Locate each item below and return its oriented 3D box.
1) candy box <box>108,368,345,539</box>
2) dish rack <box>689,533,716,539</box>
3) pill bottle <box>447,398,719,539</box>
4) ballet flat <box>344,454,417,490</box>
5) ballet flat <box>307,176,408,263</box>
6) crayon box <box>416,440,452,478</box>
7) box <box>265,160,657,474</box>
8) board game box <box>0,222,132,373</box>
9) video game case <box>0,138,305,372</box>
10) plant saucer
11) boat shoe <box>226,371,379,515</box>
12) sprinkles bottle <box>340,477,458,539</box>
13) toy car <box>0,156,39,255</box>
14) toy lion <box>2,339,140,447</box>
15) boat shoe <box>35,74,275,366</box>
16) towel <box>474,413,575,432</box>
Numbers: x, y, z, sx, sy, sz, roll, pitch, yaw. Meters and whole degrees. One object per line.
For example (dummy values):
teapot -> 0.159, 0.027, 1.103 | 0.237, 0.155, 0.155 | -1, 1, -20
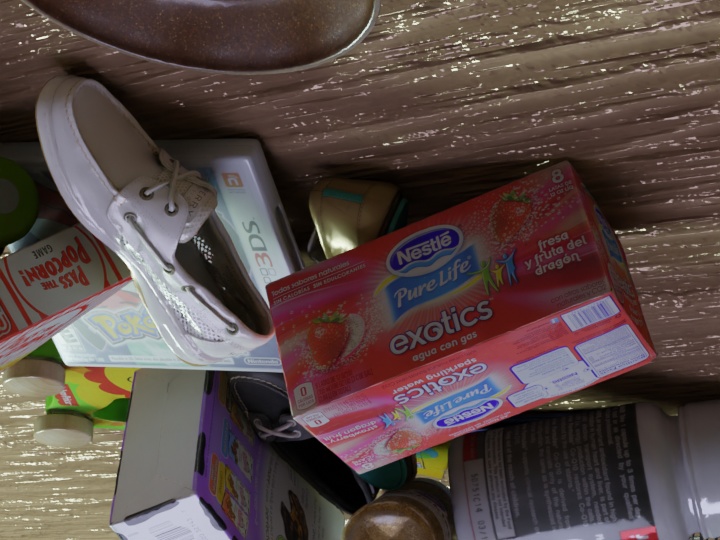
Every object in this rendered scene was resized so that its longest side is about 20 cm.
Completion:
candy box -> -0.089, 0.178, 1.422 | 0.072, 0.168, 0.200 | -24, 122, 17
dish rack -> 0.229, 0.214, 1.620 | 0.153, 0.055, 0.200 | 24, 157, -33
pill bottle -> 0.171, 0.158, 1.439 | 0.200, 0.114, 0.114 | -11, 152, 11
ballet flat -> -0.014, 0.062, 1.350 | 0.068, 0.067, 0.200 | -12, 126, 38
ballet flat -> 0.000, 0.000, 1.269 | 0.063, 0.069, 0.200 | 16, 150, 12
crayon box -> 0.012, 0.096, 1.491 | 0.127, 0.051, 0.200 | 11, 157, 2
box -> 0.059, 0.031, 1.176 | 0.200, 0.095, 0.103 | -23, 147, 14
board game box -> -0.240, 0.039, 1.232 | 0.200, 0.046, 0.151 | -32, 178, 42
video game case -> -0.131, -0.006, 1.268 | 0.200, 0.023, 0.182 | 1, 132, 24
plant saucer -> -0.086, -0.159, 0.961 | 0.200, 0.037, 0.200 | 9, 157, 4
boat shoe -> -0.034, 0.119, 1.428 | 0.067, 0.057, 0.200 | -1, 154, 31
sprinkles bottle -> 0.032, 0.187, 1.405 | 0.068, 0.068, 0.200 | 8, 180, 8
toy car -> -0.320, 0.003, 1.206 | 0.158, 0.200, 0.164 | 41, 148, -21
toy lion -> -0.168, 0.079, 1.533 | 0.192, 0.069, 0.200 | 2, 157, 3
boat shoe -> -0.112, -0.034, 1.162 | 0.069, 0.071, 0.200 | -13, 121, 37
towel -> 0.182, 0.159, 1.598 | 0.145, 0.024, 0.200 | -3, 153, 33
